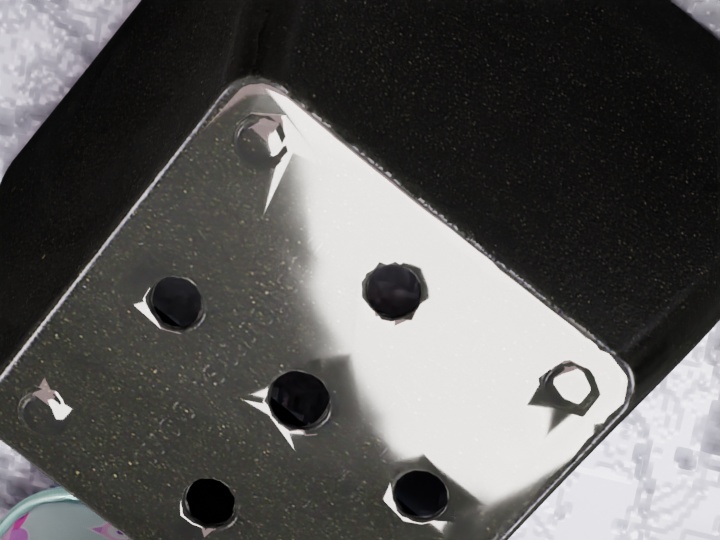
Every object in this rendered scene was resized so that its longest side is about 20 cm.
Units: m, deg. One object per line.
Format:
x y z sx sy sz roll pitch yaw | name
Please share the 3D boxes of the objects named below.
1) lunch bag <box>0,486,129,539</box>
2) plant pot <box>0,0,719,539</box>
-0.079 0.171 0.944 0.160 0.077 0.201 20 114 -8 | lunch bag
0.000 0.000 0.811 0.199 0.178 0.200 38 113 -7 | plant pot
